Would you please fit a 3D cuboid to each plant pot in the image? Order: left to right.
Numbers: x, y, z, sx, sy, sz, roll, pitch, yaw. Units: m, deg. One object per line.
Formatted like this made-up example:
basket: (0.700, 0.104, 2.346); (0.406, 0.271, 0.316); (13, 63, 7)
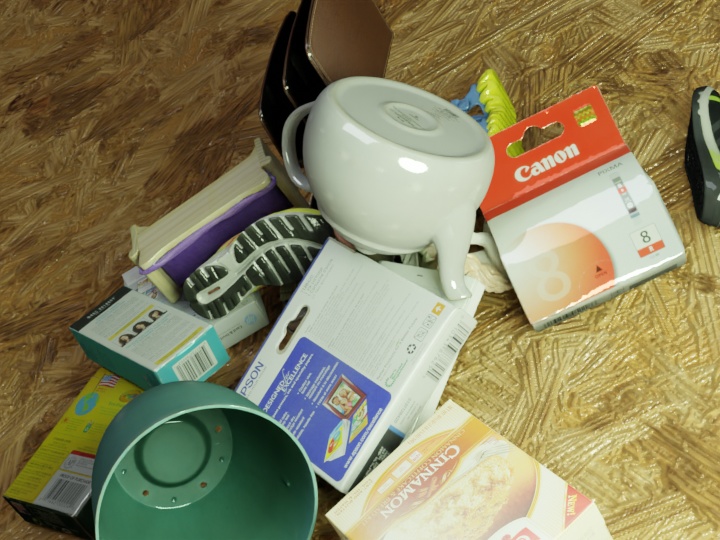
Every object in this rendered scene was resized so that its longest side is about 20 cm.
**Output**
plant pot: (-0.156, 0.192, 1.283); (0.200, 0.201, 0.161); (-37, 23, -7)

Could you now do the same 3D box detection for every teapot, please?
teapot: (0.022, -0.085, 1.334); (0.195, 0.147, 0.201); (15, 29, -10)

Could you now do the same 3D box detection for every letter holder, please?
letter holder: (-0.050, -0.234, 1.499); (0.100, 0.143, 0.201); (-15, 39, 25)

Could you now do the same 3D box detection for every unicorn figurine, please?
unicorn figurine: (0.146, -0.055, 1.425); (0.136, 0.074, 0.202); (22, 65, -2)

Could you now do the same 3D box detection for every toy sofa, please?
toy sofa: (-0.161, -0.049, 1.584); (0.199, 0.083, 0.098); (-34, 34, 8)

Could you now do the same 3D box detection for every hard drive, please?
hard drive: (0.030, 0.092, 1.342); (0.131, 0.026, 0.202); (10, 71, 45)

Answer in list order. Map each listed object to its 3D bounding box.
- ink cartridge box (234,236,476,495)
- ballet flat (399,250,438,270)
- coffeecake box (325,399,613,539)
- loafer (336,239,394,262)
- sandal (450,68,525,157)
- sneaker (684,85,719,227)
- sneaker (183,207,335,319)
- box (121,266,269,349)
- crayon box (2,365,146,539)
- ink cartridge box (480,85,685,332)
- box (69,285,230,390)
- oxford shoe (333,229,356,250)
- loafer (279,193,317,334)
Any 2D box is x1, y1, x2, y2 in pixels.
ink cartridge box: (-0.013, 0.089, 1.332); (0.199, 0.047, 0.199); (29, 86, 49)
ballet flat: (0.075, -0.006, 1.439); (0.069, 0.070, 0.201); (-17, 43, 20)
coffeecake box: (0.089, 0.218, 1.155); (0.153, 0.073, 0.200); (-41, 36, -13)
loafer: (0.000, 0.000, 1.500); (0.075, 0.069, 0.200); (-13, 23, 18)
sandal: (0.134, -0.147, 1.572); (0.086, 0.080, 0.201); (-26, 27, 15)
sneaker: (0.364, -0.106, 1.360); (0.082, 0.072, 0.201); (1, 43, 5)
sneaker: (-0.104, -0.023, 1.517); (0.199, 0.079, 0.090); (-24, 15, 29)
box: (-0.197, 0.032, 1.635); (0.155, 0.041, 0.201); (-30, 34, 4)
crayon box: (-0.275, 0.187, 1.498); (0.126, 0.051, 0.201); (5, 50, 41)
ink cartridge box: (0.198, -0.065, 1.338); (0.161, 0.050, 0.202); (-25, 77, 7)
box: (-0.231, 0.078, 1.514); (0.082, 0.049, 0.199); (-39, 32, -24)
oxford shoe: (0.043, -0.080, 1.456); (0.071, 0.074, 0.200); (41, 62, 12)
loafer: (-0.056, -0.016, 1.563); (0.071, 0.063, 0.201); (-12, 40, 26)
